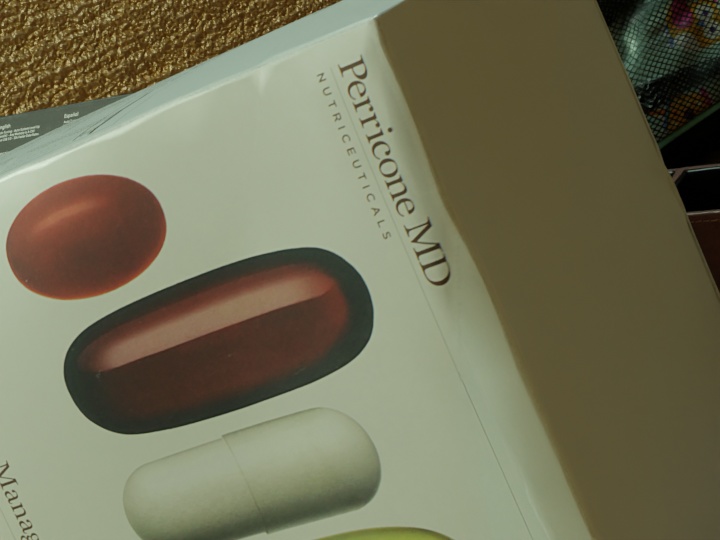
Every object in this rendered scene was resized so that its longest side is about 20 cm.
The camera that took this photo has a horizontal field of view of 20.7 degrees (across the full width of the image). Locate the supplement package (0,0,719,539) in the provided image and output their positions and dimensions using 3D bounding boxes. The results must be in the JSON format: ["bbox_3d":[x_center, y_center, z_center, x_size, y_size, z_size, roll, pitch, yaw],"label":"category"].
[{"bbox_3d":[-0.012,0.029,0.583,0.199,0.193,0.147,-20,10,30],"label":"supplement package"}]

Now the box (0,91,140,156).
[{"bbox_3d":[-0.086,-0.017,0.787,0.199,0.050,0.157,-6,-18,35],"label":"box"}]

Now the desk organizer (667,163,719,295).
[{"bbox_3d":[0.078,0.013,0.670,0.198,0.078,0.072,-5,15,22],"label":"desk organizer"}]

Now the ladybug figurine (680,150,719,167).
[{"bbox_3d":[0.197,-0.033,0.801,0.199,0.072,0.136,-26,8,-16],"label":"ladybug figurine"}]

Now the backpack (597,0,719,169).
[{"bbox_3d":[0.146,-0.136,0.814,0.199,0.154,0.176,-22,6,0],"label":"backpack"}]
